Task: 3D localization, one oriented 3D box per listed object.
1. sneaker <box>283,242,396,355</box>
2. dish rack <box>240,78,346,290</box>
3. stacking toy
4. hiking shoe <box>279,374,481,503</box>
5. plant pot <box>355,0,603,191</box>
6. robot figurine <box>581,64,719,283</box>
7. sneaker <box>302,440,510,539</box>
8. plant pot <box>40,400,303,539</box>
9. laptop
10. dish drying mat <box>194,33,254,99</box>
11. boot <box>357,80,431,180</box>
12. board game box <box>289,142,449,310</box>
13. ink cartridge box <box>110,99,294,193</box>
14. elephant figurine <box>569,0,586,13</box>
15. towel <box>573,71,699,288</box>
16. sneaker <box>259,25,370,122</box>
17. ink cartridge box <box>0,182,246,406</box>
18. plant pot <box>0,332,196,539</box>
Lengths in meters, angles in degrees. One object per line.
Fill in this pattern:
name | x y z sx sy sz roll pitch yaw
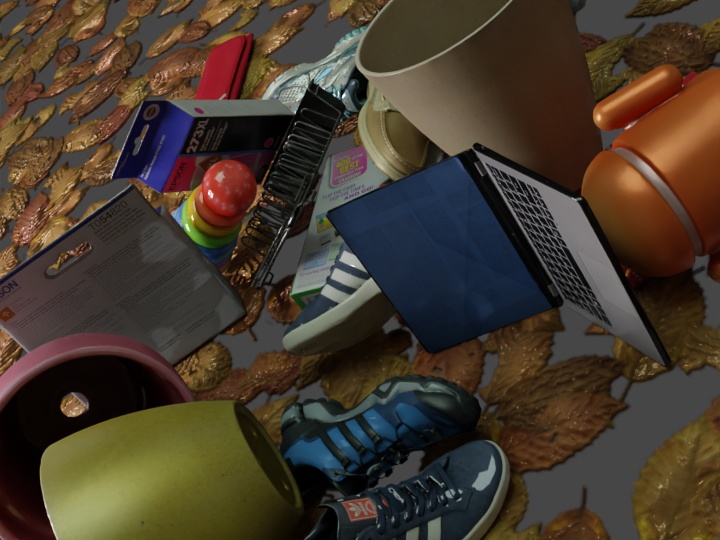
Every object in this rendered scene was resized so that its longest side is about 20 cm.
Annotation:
sneaker | 0.000 0.000 1.002 0.199 0.075 0.085 -37 65 25
dish rack | -0.075 -0.083 1.153 0.201 0.054 0.154 -71 7 -46
stacking toy | -0.154 -0.056 1.153 0.086 0.085 0.200 -58 5 -26
hiking shoe | 0.013 0.145 0.906 0.199 0.074 0.087 -20 47 38
plant pot | 0.126 -0.158 0.984 0.186 0.200 0.188 -29 30 18
robot figurine | 0.254 -0.076 0.867 0.199 0.144 0.117 -38 38 0
sneaker | 0.021 0.186 0.833 0.200 0.085 0.075 -39 37 -3
plant pot | -0.128 0.182 0.866 0.141 0.201 0.200 -33 37 3
laptop | 0.105 0.012 0.863 0.116 0.188 0.200 -43 37 -8
dish drying mat | -0.193 -0.253 1.528 0.076 0.018 0.201 -19 41 25
boot | 0.075 -0.185 1.092 0.155 0.073 0.201 -40 26 31
board game box | 0.021 -0.054 1.124 0.152 0.040 0.201 -14 43 28
ink cartridge box | -0.160 -0.130 1.165 0.037 0.199 0.095 44 121 26
elephant figurine | 0.113 -0.328 1.204 0.155 0.200 0.141 -41 37 -6
towel | 0.266 -0.082 0.969 0.200 0.023 0.145 -41 39 -1
sneaker | -0.036 -0.207 1.304 0.200 0.078 0.086 -40 40 -3
ink cartridge box | -0.248 0.027 1.126 0.199 0.200 0.041 -34 37 3
plant pot | -0.254 0.143 1.032 0.200 0.200 0.179 -42 22 -7
